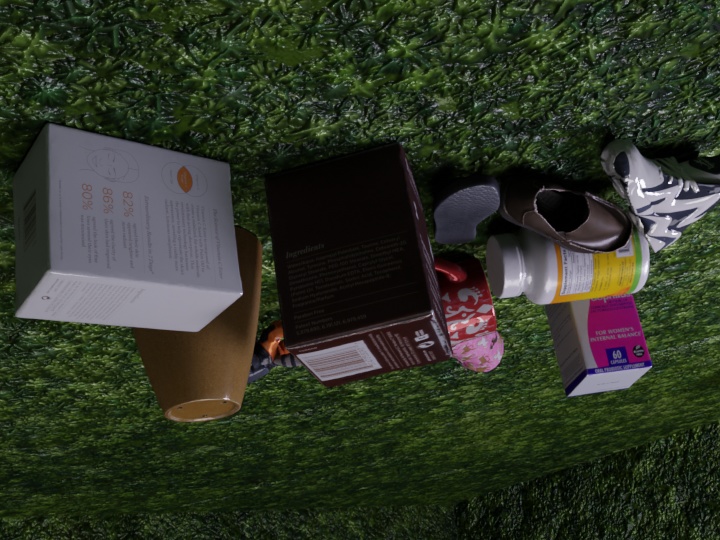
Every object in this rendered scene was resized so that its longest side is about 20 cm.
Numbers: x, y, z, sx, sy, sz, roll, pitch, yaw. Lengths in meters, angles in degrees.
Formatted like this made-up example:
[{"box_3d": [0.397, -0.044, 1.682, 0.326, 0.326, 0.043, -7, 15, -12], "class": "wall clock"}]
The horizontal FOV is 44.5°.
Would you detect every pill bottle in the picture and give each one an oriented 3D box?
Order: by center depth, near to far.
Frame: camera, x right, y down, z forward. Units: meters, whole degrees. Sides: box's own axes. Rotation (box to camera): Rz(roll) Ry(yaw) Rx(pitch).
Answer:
[{"box_3d": [0.273, -0.015, 1.177, 0.195, 0.114, 0.112, -6, 157, -8], "class": "pill bottle"}]

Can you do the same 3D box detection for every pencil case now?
[{"box_3d": [0.176, 0.115, 1.482, 0.081, 0.088, 0.199, 15, 170, 30], "class": "pencil case"}]

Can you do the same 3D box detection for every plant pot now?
[{"box_3d": [-0.201, 0.073, 1.078, 0.181, 0.205, 0.187, -8, 156, -3], "class": "plant pot"}]

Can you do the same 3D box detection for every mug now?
[{"box_3d": [0.086, 0.053, 1.243, 0.195, 0.136, 0.178, -14, 159, 1], "class": "mug"}]

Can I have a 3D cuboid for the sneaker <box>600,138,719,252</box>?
[{"box_3d": [0.371, -0.115, 1.045, 0.128, 0.080, 0.199, -34, 131, 11], "class": "sneaker"}]

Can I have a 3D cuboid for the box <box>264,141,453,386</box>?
[{"box_3d": [0.000, 0.000, 0.987, 0.160, 0.205, 0.166, -13, 158, 9], "class": "box"}]

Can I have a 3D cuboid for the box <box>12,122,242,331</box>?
[{"box_3d": [-0.231, -0.035, 0.875, 0.197, 0.156, 0.106, 9, 150, -37], "class": "box"}]

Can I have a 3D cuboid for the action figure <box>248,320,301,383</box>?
[{"box_3d": [-0.161, 0.122, 1.337, 0.190, 0.107, 0.200, -24, 157, 8], "class": "action figure"}]

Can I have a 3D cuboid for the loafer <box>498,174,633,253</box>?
[{"box_3d": [0.259, -0.060, 1.066, 0.196, 0.075, 0.071, 11, -175, -25], "class": "loafer"}]

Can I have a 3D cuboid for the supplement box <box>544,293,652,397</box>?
[{"box_3d": [0.333, 0.064, 1.272, 0.099, 0.205, 0.104, -7, 156, -8], "class": "supplement box"}]

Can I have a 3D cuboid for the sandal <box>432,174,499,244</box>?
[{"box_3d": [0.119, -0.080, 1.072, 0.074, 0.044, 0.200, 0, 166, -5], "class": "sandal"}]
